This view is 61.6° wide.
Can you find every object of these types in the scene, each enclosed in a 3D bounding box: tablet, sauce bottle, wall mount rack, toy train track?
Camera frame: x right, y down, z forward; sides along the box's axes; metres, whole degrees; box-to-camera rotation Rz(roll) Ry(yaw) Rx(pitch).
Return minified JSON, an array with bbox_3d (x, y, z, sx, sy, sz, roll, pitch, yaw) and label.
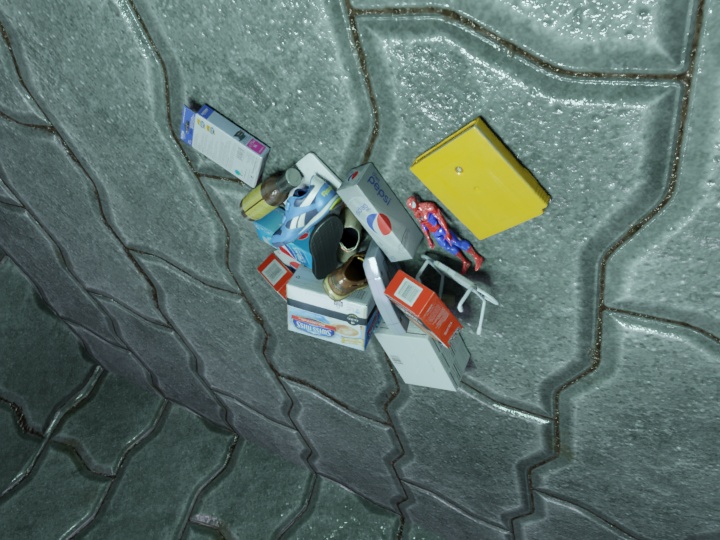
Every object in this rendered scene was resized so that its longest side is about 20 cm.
[{"bbox_3d":[-0.110,-0.171,1.309,0.130,0.014,0.198,43,147,-17],"label":"tablet"},{"bbox_3d":[-0.194,-0.165,1.315,0.065,0.065,0.198,44,144,-20],"label":"sauce bottle"},{"bbox_3d":[0.197,0.052,1.258,0.198,0.075,0.173,34,178,33],"label":"wall mount rack"},{"bbox_3d":[0.124,0.050,1.391,0.195,0.033,0.117,8,124,24],"label":"toy train track"}]

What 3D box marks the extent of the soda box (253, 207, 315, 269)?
[{"bbox_3d":[-0.153,-0.076,1.387,0.197,0.068,0.065,29,151,30],"label":"soda box"}]

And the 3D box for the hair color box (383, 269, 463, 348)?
[{"bbox_3d":[0.134,0.083,1.255,0.101,0.062,0.200,33,174,36],"label":"hair color box"}]

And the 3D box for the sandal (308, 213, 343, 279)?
[{"bbox_3d":[-0.082,-0.054,1.269,0.048,0.074,0.202,55,155,26],"label":"sandal"}]

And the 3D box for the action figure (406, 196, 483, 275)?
[{"bbox_3d":[0.159,-0.071,1.183,0.200,0.052,0.065,46,151,-18],"label":"action figure"}]

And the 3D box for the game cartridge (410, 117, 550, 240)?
[{"bbox_3d":[0.207,-0.151,1.049,0.199,0.033,0.175,41,147,-18],"label":"game cartridge"}]

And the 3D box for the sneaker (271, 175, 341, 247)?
[{"bbox_3d":[-0.128,-0.124,1.278,0.198,0.074,0.083,-36,101,29],"label":"sneaker"}]

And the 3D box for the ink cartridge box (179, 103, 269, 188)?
[{"bbox_3d":[-0.294,-0.274,1.303,0.197,0.043,0.120,32,149,-4],"label":"ink cartridge box"}]

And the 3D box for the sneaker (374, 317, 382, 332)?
[{"bbox_3d":[0.013,0.077,1.480,0.200,0.080,0.095,44,144,-19],"label":"sneaker"}]

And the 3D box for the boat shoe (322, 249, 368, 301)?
[{"bbox_3d":[0.000,0.000,1.288,0.067,0.199,0.073,-39,87,38],"label":"boat shoe"}]

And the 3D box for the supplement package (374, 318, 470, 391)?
[{"bbox_3d":[0.153,0.180,1.467,0.153,0.112,0.202,2,137,38],"label":"supplement package"}]

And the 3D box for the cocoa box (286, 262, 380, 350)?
[{"bbox_3d":[-0.058,0.072,1.386,0.195,0.134,0.134,14,126,14],"label":"cocoa box"}]

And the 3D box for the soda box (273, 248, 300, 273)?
[{"bbox_3d":[-0.120,-0.006,1.496,0.067,0.064,0.201,-11,128,48],"label":"soda box"}]

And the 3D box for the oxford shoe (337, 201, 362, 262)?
[{"bbox_3d":[-0.032,-0.067,1.314,0.069,0.075,0.202,9,147,1],"label":"oxford shoe"}]

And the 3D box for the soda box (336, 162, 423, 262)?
[{"bbox_3d":[0.042,-0.112,1.206,0.063,0.069,0.201,-8,130,46],"label":"soda box"}]

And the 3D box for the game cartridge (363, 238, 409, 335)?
[{"bbox_3d":[0.060,0.030,1.293,0.041,0.134,0.203,-9,120,26],"label":"game cartridge"}]

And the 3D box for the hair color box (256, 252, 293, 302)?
[{"bbox_3d":[-0.171,0.054,1.551,0.111,0.064,0.201,41,171,38],"label":"hair color box"}]
